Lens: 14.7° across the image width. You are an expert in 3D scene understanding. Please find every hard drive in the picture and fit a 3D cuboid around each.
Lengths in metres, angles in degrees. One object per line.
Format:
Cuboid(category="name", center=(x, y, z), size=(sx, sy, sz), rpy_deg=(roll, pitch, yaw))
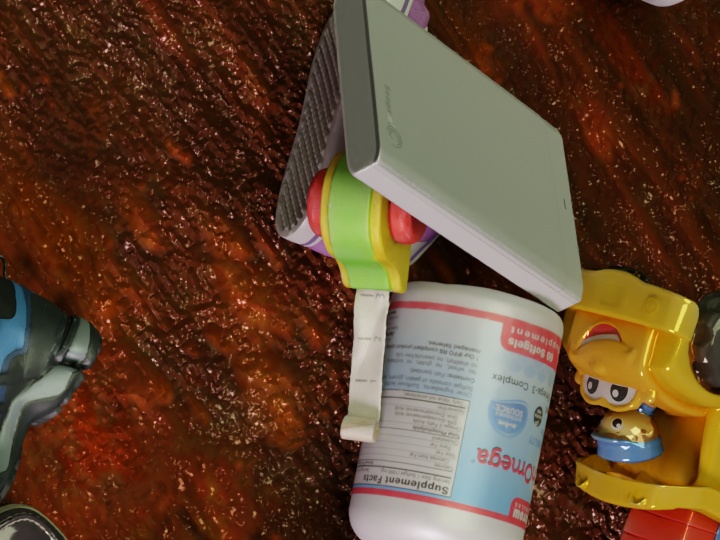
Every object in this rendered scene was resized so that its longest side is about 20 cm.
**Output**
Cuboid(category="hard drive", center=(0.060, -0.072, 1.662), size=(0.200, 0.026, 0.132), rpy_deg=(33, 41, -43))

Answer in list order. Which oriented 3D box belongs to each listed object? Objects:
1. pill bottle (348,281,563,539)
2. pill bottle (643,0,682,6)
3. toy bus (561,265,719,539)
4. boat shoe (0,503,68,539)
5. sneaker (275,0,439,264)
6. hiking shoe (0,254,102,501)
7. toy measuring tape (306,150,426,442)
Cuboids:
Cuboid(category="pill bottle", center=(0.054, 0.114, 1.697), size=(0.109, 0.109, 0.200), rpy_deg=(15, 80, -22))
Cuboid(category="pill bottle", center=(0.133, -0.253, 1.763), size=(0.200, 0.112, 0.112), rpy_deg=(22, 77, -21))
Cuboid(category="toy bus", center=(0.198, 0.107, 1.740), size=(0.200, 0.136, 0.192), rpy_deg=(25, 85, -38))
Cuboid(category="boat shoe", center=(-0.164, 0.228, 1.615), size=(0.072, 0.065, 0.200), rpy_deg=(-21, 94, -25))
Cuboid(category="sneaker", center=(0.026, -0.099, 1.730), size=(0.114, 0.073, 0.201), rpy_deg=(18, 89, -25))
Cuboid(category="hiking shoe", center=(-0.234, 0.093, 1.601), size=(0.087, 0.074, 0.200), rpy_deg=(36, 62, -9))
Cuboid(category="toy measuring tape", center=(0.000, 0.000, 1.645), size=(0.073, 0.074, 0.200), rpy_deg=(8, 86, -23))
